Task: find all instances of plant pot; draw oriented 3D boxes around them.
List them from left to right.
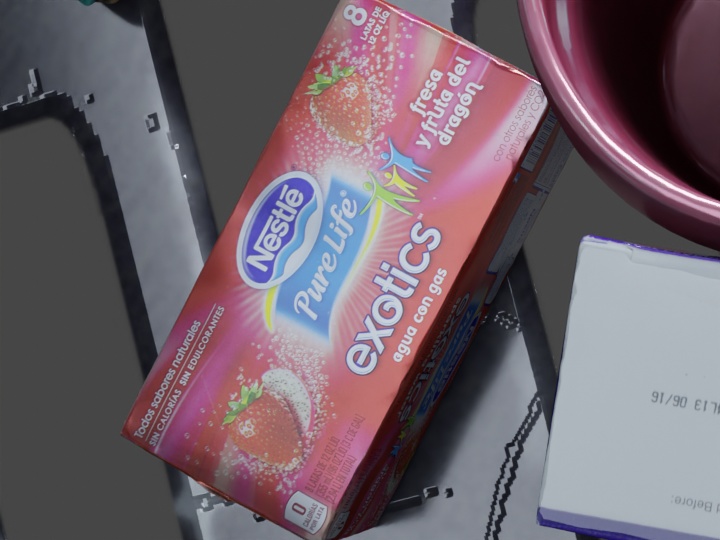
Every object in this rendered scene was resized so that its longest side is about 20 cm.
[{"bbox_3d":[0.162,-0.092,0.940,0.200,0.179,0.200,-2,79,10],"label":"plant pot"}]

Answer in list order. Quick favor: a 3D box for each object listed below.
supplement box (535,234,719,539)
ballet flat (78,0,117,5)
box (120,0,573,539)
[{"bbox_3d":[0.133,0.048,0.940,0.101,0.200,0.103,9,89,12],"label":"supplement box"},{"bbox_3d":[-0.157,-0.193,1.090,0.200,0.071,0.071,41,97,12],"label":"ballet flat"},{"bbox_3d":[0.000,0.000,1.023,0.095,0.100,0.200,28,95,13],"label":"box"}]
